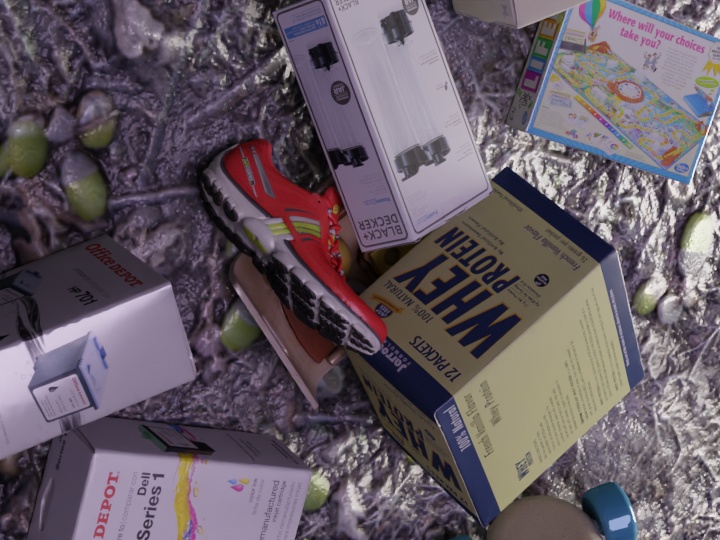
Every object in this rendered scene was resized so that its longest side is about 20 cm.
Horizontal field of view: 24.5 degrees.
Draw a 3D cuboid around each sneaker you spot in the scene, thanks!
[{"bbox_3d":[-0.039,-0.024,1.297,0.085,0.077,0.200,-38,82,-18],"label":"sneaker"}]

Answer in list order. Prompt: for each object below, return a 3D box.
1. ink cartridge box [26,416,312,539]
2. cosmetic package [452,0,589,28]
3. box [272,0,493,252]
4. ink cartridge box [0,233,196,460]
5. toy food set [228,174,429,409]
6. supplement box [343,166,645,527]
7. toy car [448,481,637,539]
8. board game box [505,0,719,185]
[{"bbox_3d":[-0.157,0.206,1.348,0.198,0.084,0.146,10,101,-31],"label":"ink cartridge box"},{"bbox_3d":[0.177,-0.269,1.368,0.199,0.105,0.072,-24,115,-23],"label":"cosmetic package"},{"bbox_3d":[0.020,-0.129,1.297,0.116,0.060,0.202,-33,106,-45],"label":"box"},{"bbox_3d":[-0.241,0.060,1.214,0.199,0.146,0.087,-24,115,-21],"label":"ink cartridge box"},{"bbox_3d":[0.000,0.000,1.382,0.200,0.060,0.144,-40,121,-12],"label":"toy food set"},{"bbox_3d":[0.112,0.066,1.389,0.199,0.134,0.201,-41,143,-12],"label":"supplement box"},{"bbox_3d":[0.181,0.329,1.568,0.183,0.178,0.201,-18,144,-9],"label":"toy car"},{"bbox_3d":[0.235,-0.165,1.476,0.198,0.034,0.136,14,99,-32],"label":"board game box"}]
